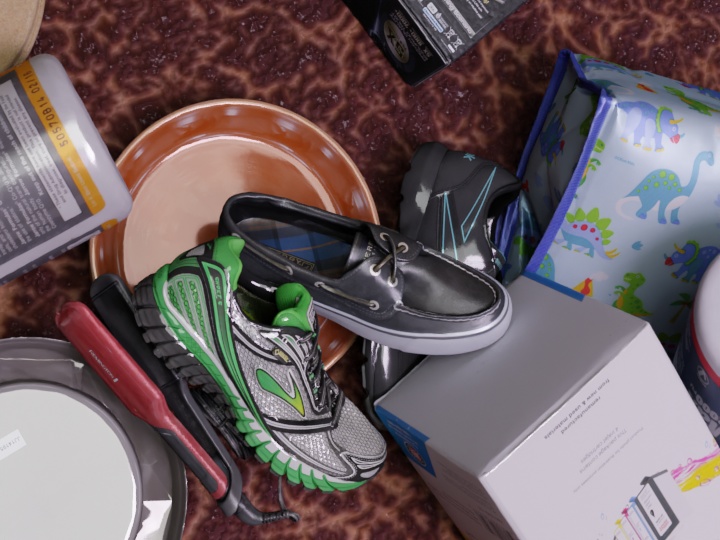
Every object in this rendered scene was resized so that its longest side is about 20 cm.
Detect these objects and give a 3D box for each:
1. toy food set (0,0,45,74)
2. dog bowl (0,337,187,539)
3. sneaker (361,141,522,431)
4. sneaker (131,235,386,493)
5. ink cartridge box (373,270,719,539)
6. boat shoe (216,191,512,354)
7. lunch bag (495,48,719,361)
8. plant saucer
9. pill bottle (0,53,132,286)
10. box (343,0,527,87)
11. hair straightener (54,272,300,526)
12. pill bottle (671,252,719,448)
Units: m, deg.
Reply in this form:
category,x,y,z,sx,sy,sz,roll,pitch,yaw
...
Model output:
category,x,y,z,sx,sy,sz,roll,pitch,yaw
toy food set,-0.287,-0.190,1.025,0.197,0.048,0.201,28,78,-35
dog bowl,-0.211,0.143,1.043,0.198,0.059,0.202,2,84,-16
sneaker,0.052,0.012,1.109,0.079,0.075,0.202,13,81,10
sneaker,-0.049,0.063,1.031,0.085,0.078,0.200,-35,116,20
ink cartridge box,0.139,0.133,1.067,0.144,0.147,0.201,-40,117,-13
boat shoe,0.000,0.000,1.047,0.198,0.057,0.069,15,59,8
lunch bag,0.191,-0.031,1.140,0.169,0.128,0.201,12,111,-14
plant saucer,-0.084,-0.013,1.106,0.198,0.032,0.202,1,86,-16
pill bottle,-0.250,-0.040,1.011,0.199,0.116,0.117,-28,93,-6
box,0.045,-0.259,1.135,0.164,0.086,0.200,-41,97,-15
hair straightener,-0.102,0.080,1.041,0.200,0.041,0.077,47,46,-4
pill bottle,0.263,0.069,1.071,0.118,0.200,0.121,-1,63,2
